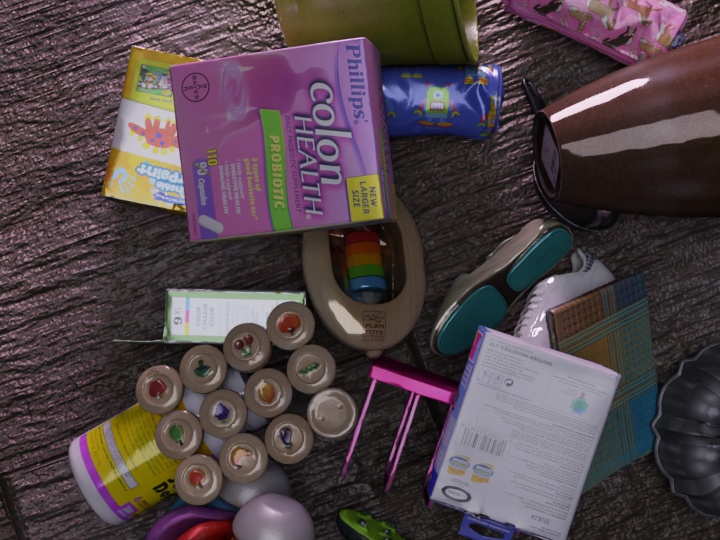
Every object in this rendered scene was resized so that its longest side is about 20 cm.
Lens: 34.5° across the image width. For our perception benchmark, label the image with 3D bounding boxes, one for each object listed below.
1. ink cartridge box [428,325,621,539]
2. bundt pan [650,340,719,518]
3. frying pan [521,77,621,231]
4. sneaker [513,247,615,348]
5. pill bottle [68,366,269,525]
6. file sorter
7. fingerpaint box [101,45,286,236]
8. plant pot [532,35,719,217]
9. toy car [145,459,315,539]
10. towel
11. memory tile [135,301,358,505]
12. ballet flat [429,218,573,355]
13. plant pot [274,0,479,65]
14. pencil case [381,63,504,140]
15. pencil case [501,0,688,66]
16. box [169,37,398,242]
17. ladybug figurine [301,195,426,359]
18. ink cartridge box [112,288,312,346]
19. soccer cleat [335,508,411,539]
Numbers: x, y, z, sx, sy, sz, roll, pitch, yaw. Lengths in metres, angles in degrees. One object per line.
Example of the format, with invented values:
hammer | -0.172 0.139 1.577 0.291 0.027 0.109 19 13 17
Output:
ink cartridge box | 0.147 0.169 1.102 0.136 0.076 0.201 18 91 2
bundt pan | 0.415 0.174 1.221 0.201 0.076 0.203 0 90 -10
frying pan | 0.206 -0.115 1.253 0.190 0.031 0.115 49 48 8
sneaker | 0.198 0.059 1.231 0.200 0.076 0.081 -39 87 -28
pill bottle | -0.200 0.179 1.231 0.200 0.104 0.104 -30 87 0
file sorter | 0.088 0.182 1.212 0.199 0.139 0.126 18 91 2
fingerpaint box | -0.162 -0.138 1.260 0.199 0.073 0.168 11 88 1
plant pot | 0.285 -0.132 1.184 0.199 0.187 0.188 -10 87 -7
toy car | -0.142 0.290 1.173 0.149 0.200 0.176 8 104 -21
towel | 0.256 0.114 1.209 0.146 0.022 0.201 -20 107 -34
memory tile | -0.115 0.132 1.158 0.199 0.017 0.154 -26 76 1
ballet flat | 0.143 0.013 1.255 0.200 0.069 0.070 -39 87 -7
plant pot | 0.014 -0.300 1.221 0.192 0.200 0.201 -8 87 13
pencil case | 0.056 -0.181 1.257 0.199 0.078 0.087 -1 93 1
pencil case | 0.253 -0.282 1.258 0.199 0.087 0.083 26 119 2
box | -0.074 -0.125 1.157 0.199 0.097 0.177 -6 90 9
ladybug figurine | 0.000 0.000 1.235 0.135 0.072 0.201 3 68 -15
ink cartridge box | -0.153 0.050 1.237 0.199 0.104 0.060 0 87 1
soccer cleat | 0.045 0.335 1.243 0.200 0.068 0.081 38 101 2
